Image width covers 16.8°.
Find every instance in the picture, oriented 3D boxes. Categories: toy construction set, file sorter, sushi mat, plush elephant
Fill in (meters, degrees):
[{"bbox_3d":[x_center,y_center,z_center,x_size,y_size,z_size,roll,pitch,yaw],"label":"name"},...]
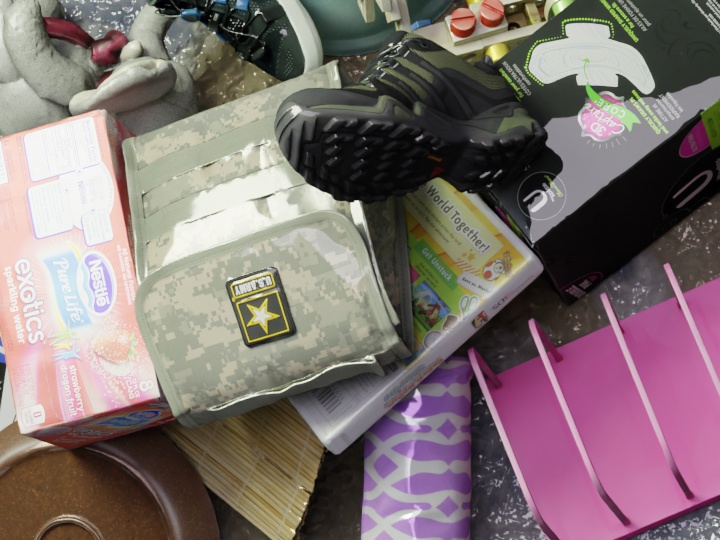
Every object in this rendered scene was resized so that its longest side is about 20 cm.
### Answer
[{"bbox_3d":[0.085,-0.184,1.693,0.199,0.131,0.093,-2,70,-3],"label":"toy construction set"},{"bbox_3d":[0.186,0.081,1.591,0.199,0.125,0.140,-24,69,6],"label":"file sorter"},{"bbox_3d":[-0.098,0.102,1.661,0.200,0.012,0.096,34,114,34],"label":"sushi mat"},{"bbox_3d":[-0.184,-0.139,1.746,0.154,0.165,0.201,-7,72,5],"label":"plush elephant"}]

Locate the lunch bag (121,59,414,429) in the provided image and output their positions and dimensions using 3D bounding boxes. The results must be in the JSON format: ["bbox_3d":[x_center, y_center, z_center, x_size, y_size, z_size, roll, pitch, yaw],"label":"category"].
[{"bbox_3d":[-0.057,-0.009,1.569,0.163,0.118,0.201,-19,58,16],"label":"lunch bag"}]

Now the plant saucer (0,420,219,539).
[{"bbox_3d":[-0.196,0.194,1.670,0.199,0.034,0.202,1,94,12],"label":"plant saucer"}]

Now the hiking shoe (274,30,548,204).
[{"bbox_3d":[0.019,-0.100,1.520,0.076,0.199,0.101,-53,51,35],"label":"hiking shoe"}]

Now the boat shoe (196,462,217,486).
[{"bbox_3d":[-0.039,0.076,1.683,0.200,0.069,0.084,-42,67,-1],"label":"boat shoe"}]

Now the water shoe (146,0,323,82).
[{"bbox_3d":[-0.114,-0.195,1.722,0.200,0.072,0.079,46,55,5],"label":"water shoe"}]

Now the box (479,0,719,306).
[{"bbox_3d":[0.171,-0.098,1.639,0.200,0.149,0.125,-37,67,1],"label":"box"}]

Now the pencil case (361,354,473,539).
[{"bbox_3d":[0.032,0.150,1.614,0.085,0.084,0.201,1,86,8],"label":"pencil case"}]

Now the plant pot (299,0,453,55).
[{"bbox_3d":[-0.021,-0.274,1.756,0.199,0.134,0.202,-5,71,13],"label":"plant pot"}]

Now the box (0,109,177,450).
[{"bbox_3d":[-0.184,0.008,1.619,0.102,0.095,0.201,-16,77,9],"label":"box"}]

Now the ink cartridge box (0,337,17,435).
[{"bbox_3d":[-0.225,0.077,1.712,0.093,0.044,0.201,10,95,17],"label":"ink cartridge box"}]

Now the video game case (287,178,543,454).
[{"bbox_3d":[0.000,0.000,1.619,0.182,0.023,0.200,-42,48,0],"label":"video game case"}]
